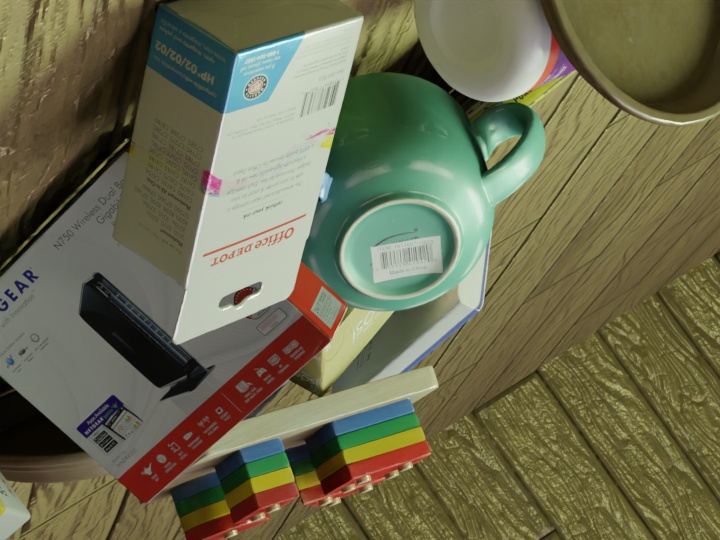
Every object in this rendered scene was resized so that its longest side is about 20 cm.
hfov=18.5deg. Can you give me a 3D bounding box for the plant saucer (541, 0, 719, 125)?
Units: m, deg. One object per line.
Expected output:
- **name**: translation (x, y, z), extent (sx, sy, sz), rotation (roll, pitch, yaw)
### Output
- **plant saucer**: translation (0.184, -0.190, 1.446), extent (0.200, 0.200, 0.029), rotation (-26, -174, -40)

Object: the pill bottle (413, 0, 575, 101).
- **pill bottle**: translation (0.138, -0.194, 1.511), extent (0.200, 0.113, 0.112), rotation (-27, 166, -39)

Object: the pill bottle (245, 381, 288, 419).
- **pill bottle**: translation (-0.115, 0.070, 1.868), extent (0.114, 0.114, 0.200), rotation (-27, 167, -38)

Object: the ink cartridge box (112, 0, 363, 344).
- **ink cartridge box**: translation (-0.078, -0.067, 1.315), extent (0.115, 0.068, 0.200), rotation (-23, 137, -46)

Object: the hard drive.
- **hard drive**: translation (0.042, 0.025, 1.833), extent (0.200, 0.025, 0.132), rotation (-43, -151, 45)

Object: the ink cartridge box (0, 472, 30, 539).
- **ink cartridge box**: translation (-0.305, 0.120, 1.423), extent (0.087, 0.145, 0.200), rotation (-36, 168, -4)

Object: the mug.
- **mug**: translation (0.028, -0.058, 1.562), extent (0.152, 0.115, 0.185), rotation (28, 117, -28)

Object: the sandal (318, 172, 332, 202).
- **sandal**: translation (-0.099, -0.049, 1.489), extent (0.200, 0.087, 0.079), rotation (-35, 171, 7)

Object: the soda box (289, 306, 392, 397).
- **soda box**: translation (0.000, 0.000, 1.700), extent (0.200, 0.064, 0.068), rotation (-50, 157, -32)

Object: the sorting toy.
- **sorting toy**: translation (-0.053, 0.154, 1.730), extent (0.200, 0.070, 0.199), rotation (-16, 170, -23)

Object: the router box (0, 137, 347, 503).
- **router box**: translation (-0.140, 0.031, 1.449), extent (0.200, 0.179, 0.049), rotation (-42, -169, 29)

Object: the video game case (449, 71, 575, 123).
- **video game case**: translation (0.117, -0.148, 1.706), extent (0.181, 0.026, 0.200), rotation (-39, -170, 17)

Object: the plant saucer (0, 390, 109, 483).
- **plant saucer**: translation (-0.212, 0.120, 1.712), extent (0.200, 0.030, 0.200), rotation (-8, -164, 2)
